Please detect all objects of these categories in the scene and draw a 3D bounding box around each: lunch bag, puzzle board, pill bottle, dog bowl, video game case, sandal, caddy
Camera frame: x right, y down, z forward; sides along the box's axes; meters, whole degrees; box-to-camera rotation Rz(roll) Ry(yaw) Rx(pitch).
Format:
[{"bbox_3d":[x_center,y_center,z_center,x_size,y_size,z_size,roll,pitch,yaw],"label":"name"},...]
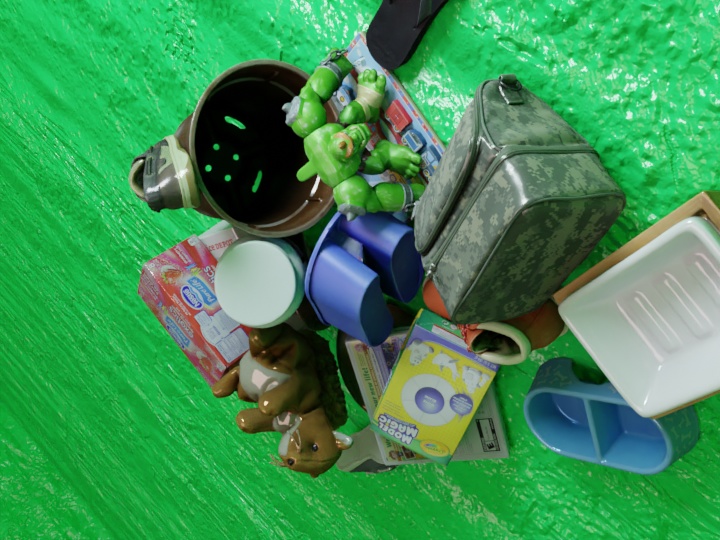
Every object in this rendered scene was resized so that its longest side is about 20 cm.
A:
[{"bbox_3d":[0.136,-0.067,0.768,0.201,0.137,0.170,115,142,-47],"label":"lunch bag"},{"bbox_3d":[0.021,-0.157,0.920,0.202,0.017,0.150,55,143,3],"label":"puzzle board"},{"bbox_3d":[-0.123,0.011,0.976,0.115,0.113,0.200,58,180,-3],"label":"pill bottle"},{"bbox_3d":[0.268,0.164,0.855,0.198,0.049,0.113,3,118,46],"label":"dog bowl"},{"bbox_3d":[0.089,0.164,1.014,0.178,0.022,0.204,-9,112,21],"label":"video game case"},{"bbox_3d":[0.053,-0.281,0.773,0.076,0.043,0.201,44,141,15],"label":"sandal"},{"bbox_3d":[0.000,0.000,0.935,0.104,0.142,0.201,28,162,21],"label":"caddy"}]

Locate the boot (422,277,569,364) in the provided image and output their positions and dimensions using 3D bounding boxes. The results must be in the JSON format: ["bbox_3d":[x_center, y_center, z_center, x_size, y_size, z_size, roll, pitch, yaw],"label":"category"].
[{"bbox_3d":[0.132,0.048,0.876,0.198,0.107,0.076,12,127,44],"label":"boot"}]

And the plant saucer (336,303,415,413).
[{"bbox_3d":[0.038,0.144,1.076,0.197,0.035,0.204,18,124,29],"label":"plant saucer"}]

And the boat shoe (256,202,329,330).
[{"bbox_3d":[-0.096,-0.008,1.110,0.202,0.071,0.065,60,180,-3],"label":"boat shoe"}]

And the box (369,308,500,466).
[{"bbox_3d":[0.088,0.159,0.972,0.115,0.049,0.203,24,122,5],"label":"box"}]

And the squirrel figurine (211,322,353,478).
[{"bbox_3d":[-0.074,0.179,1.049,0.142,0.199,0.188,-48,69,27],"label":"squirrel figurine"}]

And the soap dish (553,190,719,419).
[{"bbox_3d":[0.294,0.034,0.706,0.158,0.081,0.200,51,142,6],"label":"soap dish"}]

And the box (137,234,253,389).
[{"bbox_3d":[-0.234,0.063,1.155,0.201,0.099,0.096,49,144,9],"label":"box"}]

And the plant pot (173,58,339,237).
[{"bbox_3d":[-0.145,-0.143,0.973,0.197,0.198,0.204,5,121,62],"label":"plant pot"}]

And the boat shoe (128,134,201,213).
[{"bbox_3d":[-0.227,-0.108,0.864,0.200,0.065,0.073,-144,46,-62],"label":"boat shoe"}]

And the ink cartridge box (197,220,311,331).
[{"bbox_3d":[-0.159,0.015,1.188,0.145,0.082,0.203,-11,108,51],"label":"ink cartridge box"}]

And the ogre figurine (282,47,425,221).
[{"bbox_3d":[-0.008,-0.138,0.855,0.097,0.119,0.203,3,119,47],"label":"ogre figurine"}]

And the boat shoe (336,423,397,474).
[{"bbox_3d":[0.039,0.274,1.195,0.061,0.074,0.199,22,146,-30],"label":"boat shoe"}]
